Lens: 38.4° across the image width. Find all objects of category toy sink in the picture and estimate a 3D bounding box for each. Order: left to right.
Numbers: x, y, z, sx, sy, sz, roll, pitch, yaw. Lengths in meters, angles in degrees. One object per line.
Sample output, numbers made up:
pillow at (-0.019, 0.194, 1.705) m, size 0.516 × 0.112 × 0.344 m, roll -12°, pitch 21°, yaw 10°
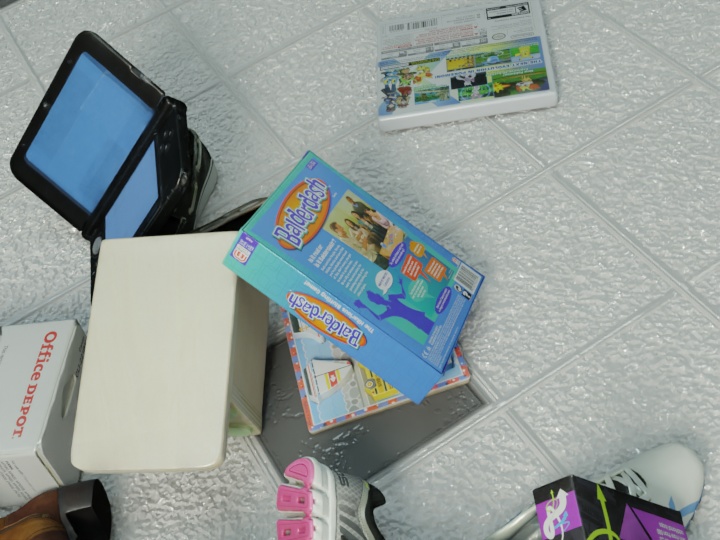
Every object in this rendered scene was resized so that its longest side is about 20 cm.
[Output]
toy sink at (-0.154, 0.083, 0.885) m, size 0.128 × 0.112 × 0.204 m, roll -4°, pitch 65°, yaw 10°

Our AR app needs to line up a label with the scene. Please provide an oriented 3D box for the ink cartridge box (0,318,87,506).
ink cartridge box at (-0.345, 0.131, 0.932) m, size 0.196 × 0.084 × 0.146 m, roll -6°, pitch 47°, yaw 11°

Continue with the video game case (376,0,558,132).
video game case at (0.116, -0.237, 1.175) m, size 0.196 × 0.022 × 0.185 m, roll -7°, pitch 47°, yaw 9°

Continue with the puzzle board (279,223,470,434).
puzzle board at (0.003, 0.045, 0.957) m, size 0.148 × 0.018 × 0.202 m, roll -18°, pitch 46°, yaw 0°

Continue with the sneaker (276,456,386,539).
sneaker at (-0.010, 0.238, 0.746) m, size 0.086 × 0.074 × 0.204 m, roll 11°, pitch 60°, yaw -30°

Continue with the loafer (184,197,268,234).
loafer at (-0.151, -0.014, 1.006) m, size 0.199 × 0.063 × 0.072 m, roll -38°, pitch 89°, yaw -20°

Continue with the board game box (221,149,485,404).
board game box at (0.000, 0.000, 0.881) m, size 0.199 × 0.045 × 0.153 m, roll 36°, pitch 37°, yaw -1°

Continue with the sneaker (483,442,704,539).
sneaker at (0.169, 0.182, 0.750) m, size 0.198 × 0.073 × 0.072 m, roll -28°, pitch 46°, yaw -12°

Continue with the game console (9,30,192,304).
game console at (-0.263, -0.095, 1.022) m, size 0.200 × 0.115 × 0.178 m, roll -49°, pitch 37°, yaw 32°

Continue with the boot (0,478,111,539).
boot at (-0.300, 0.246, 0.799) m, size 0.196 × 0.069 × 0.189 m, roll -18°, pitch 29°, yaw -1°

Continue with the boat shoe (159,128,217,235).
boat shoe at (-0.203, -0.064, 1.080) m, size 0.069 × 0.064 × 0.202 m, roll -2°, pitch 49°, yaw 13°

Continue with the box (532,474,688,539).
box at (0.177, 0.237, 0.630) m, size 0.036 × 0.142 × 0.203 m, roll -29°, pitch 53°, yaw 34°
